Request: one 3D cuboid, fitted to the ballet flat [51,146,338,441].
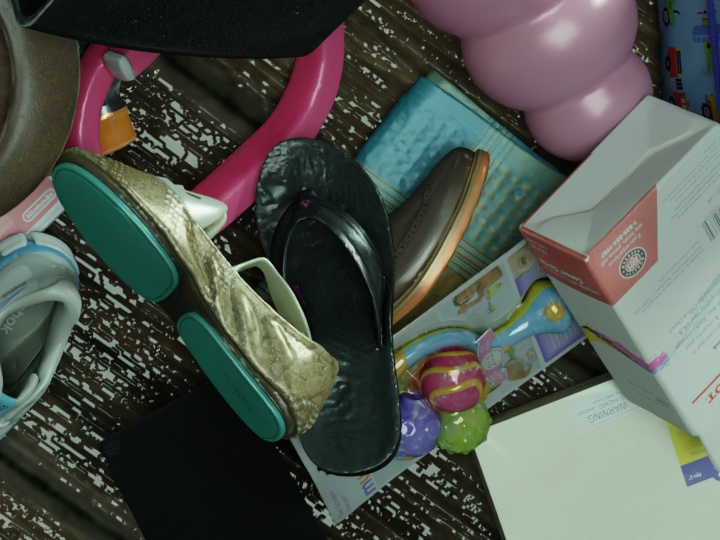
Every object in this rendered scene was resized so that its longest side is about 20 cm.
[{"bbox_3d":[-0.085,0.002,1.314,0.065,0.070,0.200,-42,99,-30],"label":"ballet flat"}]

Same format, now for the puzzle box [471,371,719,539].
[{"bbox_3d":[0.177,0.125,1.492,0.200,0.025,0.133,-20,98,-6],"label":"puzzle box"}]

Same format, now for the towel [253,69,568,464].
[{"bbox_3d":[0.035,-0.002,1.461,0.147,0.022,0.200,38,92,-9],"label":"towel"}]

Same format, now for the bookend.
[{"bbox_3d":[-0.050,0.198,1.421,0.092,0.199,0.200,-28,55,-4],"label":"bookend"}]

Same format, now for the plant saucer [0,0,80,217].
[{"bbox_3d":[-0.247,-0.109,1.270,0.200,0.034,0.201,3,107,9],"label":"plant saucer"}]

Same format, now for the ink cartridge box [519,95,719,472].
[{"bbox_3d":[0.190,0.012,1.419,0.116,0.067,0.200,-44,127,-14],"label":"ink cartridge box"}]

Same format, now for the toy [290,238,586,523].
[{"bbox_3d":[0.058,0.069,1.416,0.200,0.047,0.115,-39,139,-12],"label":"toy"}]

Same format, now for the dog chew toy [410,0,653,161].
[{"bbox_3d":[0.103,-0.150,1.408,0.124,0.125,0.200,-32,108,-4],"label":"dog chew toy"}]

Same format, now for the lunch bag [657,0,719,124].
[{"bbox_3d":[0.240,-0.134,1.384,0.094,0.200,0.151,-5,96,-8],"label":"lunch bag"}]

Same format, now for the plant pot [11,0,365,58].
[{"bbox_3d":[-0.065,-0.226,1.251,0.177,0.200,0.200,20,128,-40],"label":"plant pot"}]

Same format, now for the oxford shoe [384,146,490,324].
[{"bbox_3d":[0.000,0.000,1.412,0.073,0.071,0.200,37,93,-6],"label":"oxford shoe"}]

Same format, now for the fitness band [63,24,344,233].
[{"bbox_3d":[-0.086,-0.100,1.373,0.200,0.037,0.144,-44,131,-26],"label":"fitness band"}]

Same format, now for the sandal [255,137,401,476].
[{"bbox_3d":[-0.014,0.014,1.358,0.075,0.048,0.201,-13,74,4],"label":"sandal"}]

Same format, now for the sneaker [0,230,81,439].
[{"bbox_3d":[-0.226,0.073,1.389,0.075,0.087,0.200,29,97,-27],"label":"sneaker"}]

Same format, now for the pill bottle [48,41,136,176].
[{"bbox_3d":[-0.193,-0.154,1.366,0.106,0.106,0.200,-21,100,-6],"label":"pill bottle"}]

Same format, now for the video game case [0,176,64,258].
[{"bbox_3d":[-0.285,-0.065,1.407,0.143,0.017,0.200,-44,100,-1],"label":"video game case"}]
